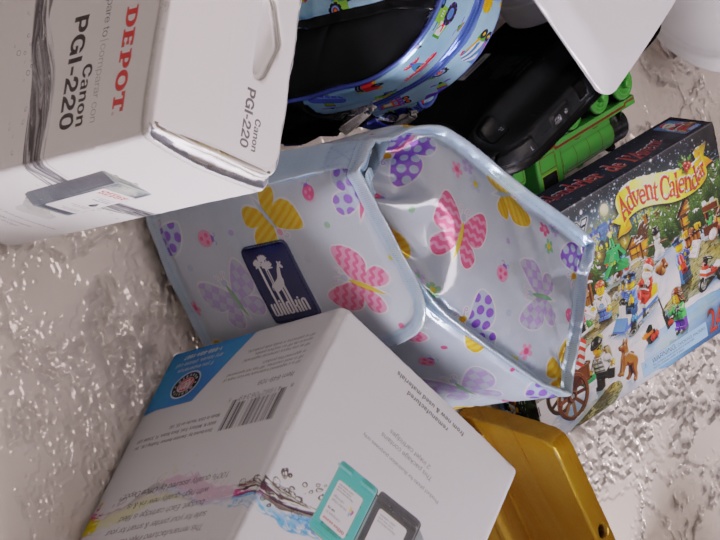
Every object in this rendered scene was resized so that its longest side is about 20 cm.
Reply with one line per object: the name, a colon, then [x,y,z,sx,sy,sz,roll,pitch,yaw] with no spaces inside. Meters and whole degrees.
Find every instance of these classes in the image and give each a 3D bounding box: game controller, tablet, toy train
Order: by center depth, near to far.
tablet: [0.123,-0.216,1.625,0.200,0.014,0.130,52,55,-27]
game controller: [0.100,-0.114,1.676,0.200,0.104,0.042,-45,120,-42]
toy train: [0.112,-0.077,1.732,0.200,0.042,0.056,-30,115,-46]

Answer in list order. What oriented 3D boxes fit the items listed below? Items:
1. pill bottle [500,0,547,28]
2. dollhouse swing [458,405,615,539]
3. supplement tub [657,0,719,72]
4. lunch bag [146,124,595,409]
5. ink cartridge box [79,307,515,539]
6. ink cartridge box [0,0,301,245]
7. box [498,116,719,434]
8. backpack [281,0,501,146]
pill bottle: [0.068,-0.244,1.661,0.200,0.111,0.111,56,48,-26]
dollhouse swing: [0.104,0.186,1.576,0.200,0.176,0.182,-40,112,-42]
supplement tub: [0.283,-0.229,1.867,0.200,0.140,0.140,-35,109,-45]
lunch bag: [0.000,0.000,1.500,0.200,0.170,0.127,38,55,-40]
ink cartridge box: [-0.046,0.151,1.430,0.146,0.147,0.200,44,54,-25]
ink cartridge box: [-0.128,-0.102,1.356,0.085,0.200,0.146,24,66,-42]
box: [0.156,0.005,1.721,0.200,0.038,0.137,-30,117,-35]
backpack: [0.000,-0.166,1.507,0.135,0.200,0.183,14,72,-45]
